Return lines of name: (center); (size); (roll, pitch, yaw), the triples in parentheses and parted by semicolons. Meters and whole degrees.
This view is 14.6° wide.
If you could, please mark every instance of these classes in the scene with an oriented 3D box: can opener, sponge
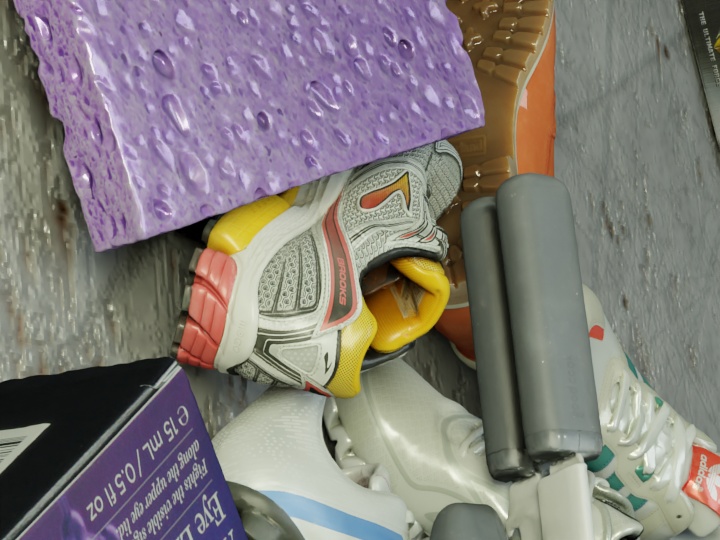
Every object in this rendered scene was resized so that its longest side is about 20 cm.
can opener: (0.056, 0.060, 1.083); (0.067, 0.053, 0.201); (6, 68, -31)
sponge: (-0.037, -0.084, 1.031); (0.200, 0.030, 0.112); (-20, 92, -49)

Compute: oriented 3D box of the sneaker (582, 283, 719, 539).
sneaker: (0.123, 0.071, 1.251); (0.071, 0.093, 0.200); (-63, 156, -24)

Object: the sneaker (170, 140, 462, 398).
sneaker: (0.000, 0.000, 1.085); (0.200, 0.082, 0.078); (-47, 155, -58)

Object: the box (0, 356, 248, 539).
box: (-0.093, 0.152, 0.860); (0.148, 0.104, 0.201); (-50, 124, -56)

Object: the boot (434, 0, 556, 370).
boot: (0.055, -0.054, 1.258); (0.107, 0.075, 0.201); (57, 37, -54)

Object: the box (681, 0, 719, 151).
box: (0.258, -0.085, 1.659); (0.158, 0.048, 0.201); (-31, 109, -60)

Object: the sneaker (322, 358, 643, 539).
sneaker: (0.066, 0.100, 1.143); (0.200, 0.081, 0.075); (48, 34, 4)

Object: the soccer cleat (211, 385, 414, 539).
soccer cleat: (0.004, 0.128, 1.080); (0.086, 0.070, 0.200); (-57, 130, -37)

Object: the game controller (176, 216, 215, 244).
game controller: (-0.077, -0.109, 1.045); (0.201, 0.042, 0.105); (64, 32, -27)
